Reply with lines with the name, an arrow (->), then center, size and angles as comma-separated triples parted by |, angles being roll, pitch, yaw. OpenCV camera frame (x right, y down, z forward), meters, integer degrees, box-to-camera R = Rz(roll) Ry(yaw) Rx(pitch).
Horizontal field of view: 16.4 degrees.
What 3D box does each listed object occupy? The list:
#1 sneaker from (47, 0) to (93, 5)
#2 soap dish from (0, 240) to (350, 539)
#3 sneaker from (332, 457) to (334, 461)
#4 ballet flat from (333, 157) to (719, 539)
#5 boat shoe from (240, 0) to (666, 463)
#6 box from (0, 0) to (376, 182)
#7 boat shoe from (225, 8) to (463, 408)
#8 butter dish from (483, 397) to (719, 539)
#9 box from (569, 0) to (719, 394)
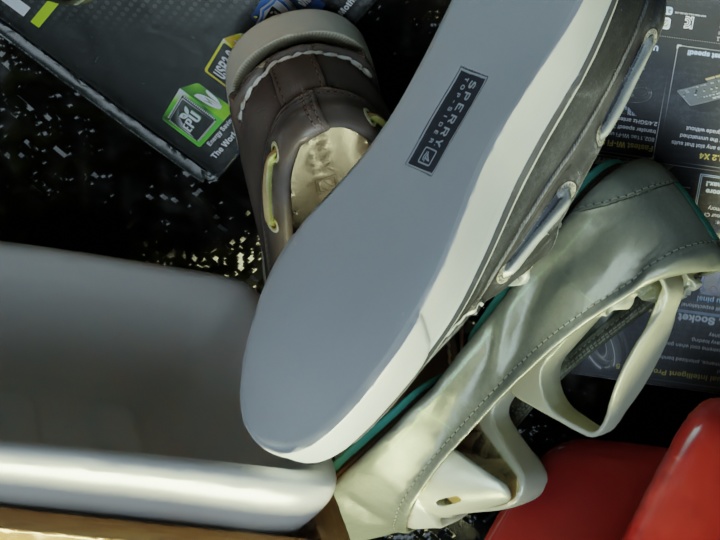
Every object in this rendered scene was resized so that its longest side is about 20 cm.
sneaker -> -0.066, -0.122, 0.798 | 0.199, 0.080, 0.072 | -12, 117, 10
soap dish -> -0.115, 0.059, 0.858 | 0.199, 0.158, 0.082 | 9, 117, -21
sneaker -> -0.093, 0.143, 0.984 | 0.199, 0.104, 0.060 | -34, 110, 21
ballet flat -> 0.052, 0.047, 0.878 | 0.064, 0.067, 0.200 | 48, 116, 16
boat shoe -> 0.035, -0.020, 0.822 | 0.068, 0.072, 0.201 | 29, 90, -44
box -> -0.066, -0.158, 0.851 | 0.193, 0.048, 0.200 | 36, 116, -18
boat shoe -> 0.000, 0.000, 0.899 | 0.072, 0.060, 0.200 | -17, 133, -1
butter dish -> 0.095, 0.144, 0.940 | 0.199, 0.148, 0.201 | 30, 84, -48
box -> 0.160, -0.030, 0.896 | 0.199, 0.050, 0.158 | 7, 119, 2
